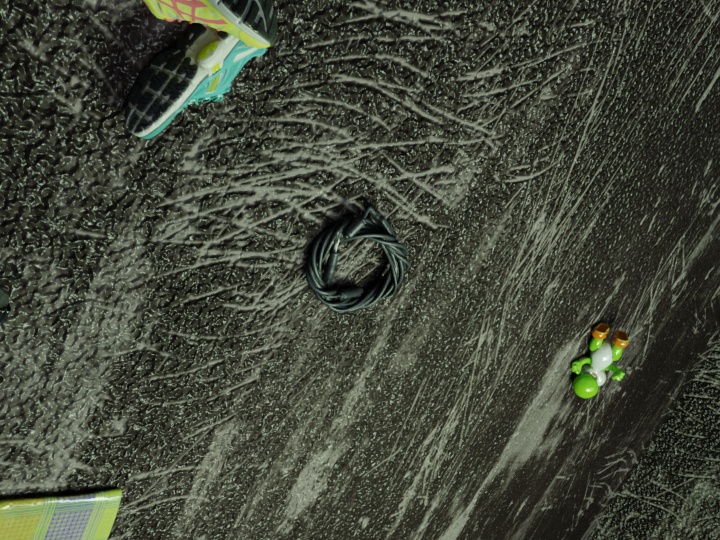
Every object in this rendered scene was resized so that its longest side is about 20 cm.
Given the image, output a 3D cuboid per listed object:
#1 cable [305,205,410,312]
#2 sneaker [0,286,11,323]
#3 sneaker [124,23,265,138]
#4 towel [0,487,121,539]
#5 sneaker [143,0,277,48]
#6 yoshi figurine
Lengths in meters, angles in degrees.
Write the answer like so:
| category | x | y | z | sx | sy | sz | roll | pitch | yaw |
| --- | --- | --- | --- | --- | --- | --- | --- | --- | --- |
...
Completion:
| category | x | y | z | sx | sy | sz | roll | pitch | yaw |
| --- | --- | --- | --- | --- | --- | --- | --- | --- | --- |
| cable | 0.000 | 0.000 | 1.192 | 0.163 | 0.051 | 0.200 | -44 | 139 | -8 |
| sneaker | -0.463 | 0.015 | 0.784 | 0.112 | 0.073 | 0.200 | -53 | 147 | -3 |
| sneaker | -0.184 | -0.219 | 0.860 | 0.200 | 0.077 | 0.080 | -45 | 147 | -8 |
| towel | -0.455 | 0.380 | 1.080 | 0.199 | 0.023 | 0.144 | 8 | 112 | -45 |
| sneaker | -0.179 | -0.293 | 0.787 | 0.199 | 0.079 | 0.090 | 30 | 139 | -27 |
| yoshi figurine | 0.585 | 0.240 | 1.851 | 0.111 | 0.113 | 0.201 | 0 | 122 | -23 |
